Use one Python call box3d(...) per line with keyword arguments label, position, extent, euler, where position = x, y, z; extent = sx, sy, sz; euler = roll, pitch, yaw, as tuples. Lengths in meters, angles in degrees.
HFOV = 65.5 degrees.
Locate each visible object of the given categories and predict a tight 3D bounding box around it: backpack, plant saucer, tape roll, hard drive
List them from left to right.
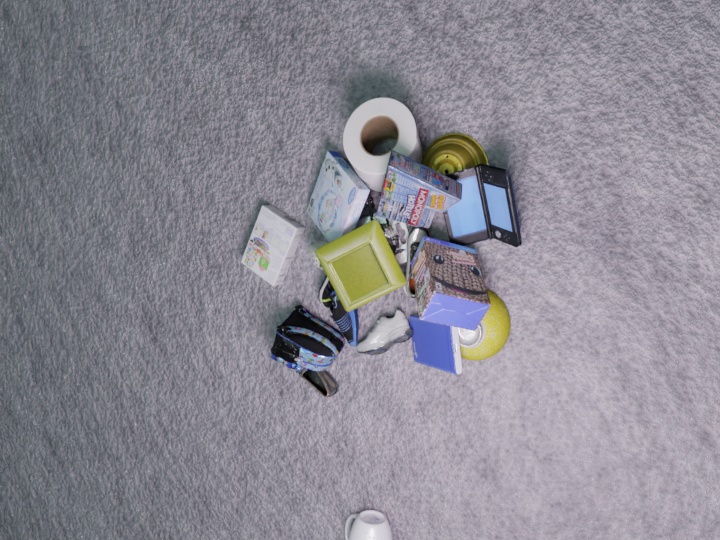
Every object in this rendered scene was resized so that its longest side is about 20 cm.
box3d(label="backpack", position=(-0.151, 0.224, 1.676), extent=(0.194, 0.183, 0.138), euler=(24, 115, 7))
box3d(label="plant saucer", position=(0.000, 0.000, 1.497), extent=(0.194, 0.048, 0.205), euler=(-24, 108, 14))
box3d(label="tape roll", position=(0.062, -0.329, 1.481), extent=(0.194, 0.139, 0.212), euler=(-2, 79, 12))
box3d(label="hard drive", position=(0.201, 0.196, 1.518), extent=(0.198, 0.025, 0.138), euler=(2, 100, 63))

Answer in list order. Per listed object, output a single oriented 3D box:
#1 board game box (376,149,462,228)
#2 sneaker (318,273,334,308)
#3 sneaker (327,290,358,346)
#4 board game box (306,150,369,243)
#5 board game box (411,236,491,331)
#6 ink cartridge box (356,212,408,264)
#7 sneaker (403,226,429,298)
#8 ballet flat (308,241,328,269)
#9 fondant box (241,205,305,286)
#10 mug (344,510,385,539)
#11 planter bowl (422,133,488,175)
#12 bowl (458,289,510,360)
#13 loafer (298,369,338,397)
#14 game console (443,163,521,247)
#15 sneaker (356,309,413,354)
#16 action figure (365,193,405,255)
box3d(label="board game box", position=(0.147, -0.181, 1.396), extent=(0.192, 0.063, 0.203), euler=(14, 141, 0))
box3d(label="sneaker", position=(-0.066, 0.047, 1.632), extent=(0.083, 0.070, 0.204), euler=(41, 134, 27))
box3d(label="sneaker", position=(-0.048, 0.137, 1.633), extent=(0.075, 0.071, 0.206), euler=(0, 124, 10))
box3d(label="board game box", position=(-0.068, -0.195, 1.581), extent=(0.201, 0.042, 0.204), euler=(54, 131, 39))
box3d(label="board game box", position=(0.223, 0.032, 1.413), extent=(0.153, 0.204, 0.099), euler=(12, 131, -14))
box3d(label="ink cartridge box", position=(0.049, -0.079, 1.615), extent=(0.194, 0.050, 0.167), euler=(-21, 89, 10))
box3d(label="sneaker", position=(0.158, -0.023, 1.535), extent=(0.071, 0.079, 0.209), euler=(3, 102, 0))
box3d(label="ballet flat", position=(-0.122, -0.044, 1.609), extent=(0.069, 0.200, 0.075), euler=(0, 79, -2))
box3d(label="fondant box", position=(-0.275, -0.079, 1.750), extent=(0.142, 0.058, 0.205), euler=(32, 108, 18))
box3d(label="mug", position=(0.014, 0.828, 1.706), extent=(0.197, 0.143, 0.183), euler=(11, 98, 54))
box3d(label="planter bowl", position=(0.235, -0.259, 1.473), extent=(0.193, 0.083, 0.209), euler=(3, 98, 24))
box3d(label="bowl", position=(0.294, 0.150, 1.489), extent=(0.193, 0.107, 0.209), euler=(3, 98, 24))
box3d(label="loafer", position=(-0.152, 0.316, 1.743), extent=(0.198, 0.062, 0.073), euler=(39, 111, 15))
box3d(label="game console", position=(0.297, -0.147, 1.402), extent=(0.170, 0.116, 0.206), euler=(35, 148, 59))
box3d(label="sneaker", position=(0.066, 0.186, 1.631), extent=(0.196, 0.074, 0.090), euler=(-30, 62, 27))
box3d(label="action figure", position=(0.054, -0.102, 1.538), extent=(0.115, 0.101, 0.208), euler=(-11, 89, 22))
